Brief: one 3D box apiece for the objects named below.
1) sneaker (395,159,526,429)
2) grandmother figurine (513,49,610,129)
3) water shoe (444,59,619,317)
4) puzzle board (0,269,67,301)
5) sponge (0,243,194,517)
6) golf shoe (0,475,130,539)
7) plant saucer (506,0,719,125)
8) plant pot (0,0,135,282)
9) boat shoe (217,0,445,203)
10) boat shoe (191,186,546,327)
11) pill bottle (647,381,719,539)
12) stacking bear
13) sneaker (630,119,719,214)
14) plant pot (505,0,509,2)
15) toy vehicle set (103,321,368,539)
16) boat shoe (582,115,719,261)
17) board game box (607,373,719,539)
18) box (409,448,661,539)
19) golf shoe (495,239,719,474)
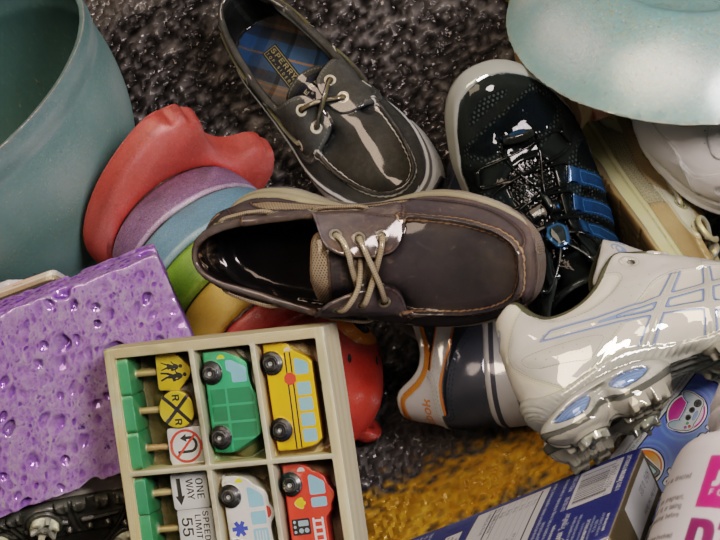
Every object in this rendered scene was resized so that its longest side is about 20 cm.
[{"bbox_3d":[0.055,-0.008,1.589,0.079,0.078,0.201,-6,61,18],"label":"sneaker"},{"bbox_3d":[0.188,-0.137,1.573,0.199,0.061,0.122,-27,74,-17],"label":"grandmother figurine"},{"bbox_3d":[0.108,-0.017,1.500,0.071,0.201,0.079,-26,15,-7],"label":"water shoe"},{"bbox_3d":[-0.226,0.052,1.657,0.199,0.151,0.017,-20,65,17],"label":"puzzle board"},{"bbox_3d":[-0.183,0.071,1.565,0.199,0.112,0.030,-21,18,1],"label":"sponge"},{"bbox_3d":[-0.205,0.139,1.645,0.199,0.077,0.088,-16,49,18],"label":"golf shoe"},{"bbox_3d":[0.175,-0.149,1.512,0.200,0.039,0.201,-3,37,2],"label":"plant saucer"},{"bbox_3d":[-0.211,-0.057,1.707,0.200,0.134,0.201,-24,36,18],"label":"plant pot"},{"bbox_3d":[-0.024,-0.097,1.696,0.069,0.057,0.200,-43,52,-1],"label":"boat shoe"},{"bbox_3d":[0.000,0.000,1.492,0.199,0.073,0.075,1,106,33],"label":"boat shoe"},{"bbox_3d":[0.186,0.144,1.337,0.113,0.113,0.201,8,66,31],"label":"pill bottle"},{"bbox_3d":[-0.060,0.020,1.619,0.114,0.121,0.200,-49,59,15],"label":"stacking bear"},{"bbox_3d":[0.233,-0.061,1.477,0.199,0.099,0.078,24,72,11],"label":"sneaker"},{"bbox_3d":[0.119,-0.273,1.643,0.199,0.184,0.201,-13,57,20],"label":"plant pot"},{"bbox_3d":[-0.060,0.132,1.523,0.124,0.027,0.201,-7,94,16],"label":"toy vehicle set"},{"bbox_3d":[0.159,-0.032,1.558,0.063,0.073,0.201,-19,44,-14],"label":"boat shoe"},{"bbox_3d":[0.183,0.173,1.431,0.196,0.056,0.200,34,82,37],"label":"board game box"},{"bbox_3d":[0.047,0.154,1.417,0.199,0.033,0.121,-22,11,19],"label":"box"},{"bbox_3d":[0.161,0.014,1.435,0.199,0.078,0.097,-26,70,-13],"label":"golf shoe"}]
